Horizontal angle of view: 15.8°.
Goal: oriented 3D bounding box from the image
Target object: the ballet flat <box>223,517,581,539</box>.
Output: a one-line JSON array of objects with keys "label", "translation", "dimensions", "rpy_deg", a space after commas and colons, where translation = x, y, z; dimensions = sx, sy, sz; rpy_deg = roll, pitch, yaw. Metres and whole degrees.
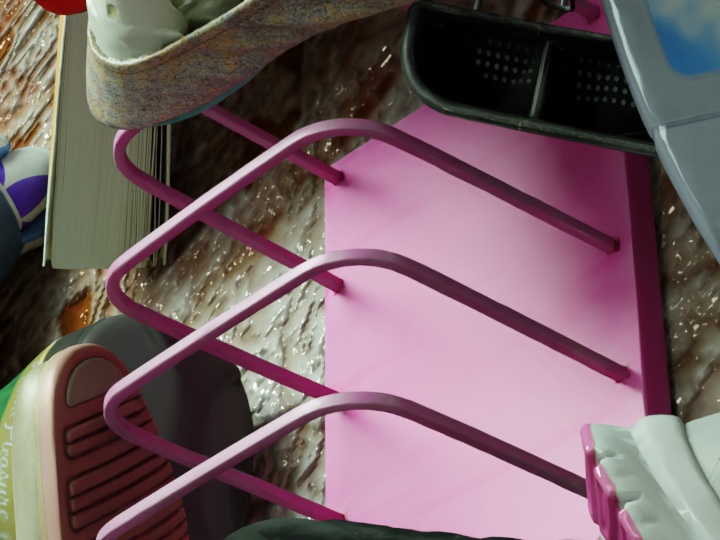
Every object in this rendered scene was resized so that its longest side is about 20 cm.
[{"label": "ballet flat", "translation": [0.047, 0.108, 0.705], "dimensions": [0.199, 0.057, 0.067], "rpy_deg": [10, 53, 27]}]

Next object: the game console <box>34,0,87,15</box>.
[{"label": "game console", "translation": [-0.067, -0.198, 0.841], "dimensions": [0.200, 0.031, 0.177], "rpy_deg": [-47, 41, 24]}]

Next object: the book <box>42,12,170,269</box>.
[{"label": "book", "translation": [-0.096, -0.117, 0.979], "dimensions": [0.200, 0.048, 0.134], "rpy_deg": [98, 168, -47]}]

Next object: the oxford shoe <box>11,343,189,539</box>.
[{"label": "oxford shoe", "translation": [-0.098, 0.122, 0.824], "dimensions": [0.074, 0.071, 0.201], "rpy_deg": [2, 99, 30]}]

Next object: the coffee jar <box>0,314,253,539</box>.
[{"label": "coffee jar", "translation": [-0.125, 0.096, 0.936], "dimensions": [0.200, 0.085, 0.105], "rpy_deg": [-31, 40, 38]}]

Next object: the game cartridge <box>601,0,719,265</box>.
[{"label": "game cartridge", "translation": [0.125, -0.103, 0.689], "dimensions": [0.133, 0.040, 0.201], "rpy_deg": [-13, 79, 14]}]

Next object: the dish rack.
[{"label": "dish rack", "translation": [0.106, -0.127, 0.740], "dimensions": [0.153, 0.055, 0.201], "rpy_deg": [12, 86, 13]}]

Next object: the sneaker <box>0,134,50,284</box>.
[{"label": "sneaker", "translation": [-0.174, -0.008, 1.033], "dimensions": [0.146, 0.081, 0.200], "rpy_deg": [-34, 23, -15]}]

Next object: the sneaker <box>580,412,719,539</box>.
[{"label": "sneaker", "translation": [0.130, 0.102, 0.611], "dimensions": [0.088, 0.081, 0.200], "rpy_deg": [-25, 61, -7]}]

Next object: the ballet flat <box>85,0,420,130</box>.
[{"label": "ballet flat", "translation": [-0.035, -0.095, 0.745], "dimensions": [0.200, 0.067, 0.068], "rpy_deg": [-21, 53, 44]}]

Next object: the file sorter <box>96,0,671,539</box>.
[{"label": "file sorter", "translation": [0.000, 0.000, 0.807], "dimensions": [0.139, 0.125, 0.201], "rpy_deg": [-31, 46, 37]}]
